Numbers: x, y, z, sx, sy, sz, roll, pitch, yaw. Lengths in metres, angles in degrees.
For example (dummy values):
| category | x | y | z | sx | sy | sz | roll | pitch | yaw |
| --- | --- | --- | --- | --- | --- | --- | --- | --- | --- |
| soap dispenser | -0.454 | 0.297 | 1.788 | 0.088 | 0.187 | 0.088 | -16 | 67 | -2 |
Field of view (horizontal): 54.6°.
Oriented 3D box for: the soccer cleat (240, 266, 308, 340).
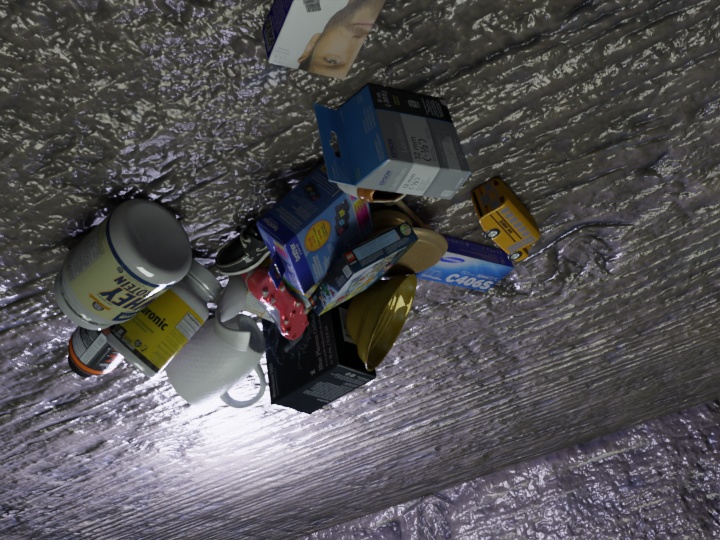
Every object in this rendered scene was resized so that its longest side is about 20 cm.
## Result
| category | x | y | z | sx | sy | sz | roll | pitch | yaw |
| --- | --- | --- | --- | --- | --- | --- | --- | --- | --- |
| soccer cleat | -0.153 | 0.056 | 1.266 | 0.067 | 0.076 | 0.201 | -49 | 146 | -15 |

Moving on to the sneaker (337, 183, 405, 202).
| category | x | y | z | sx | sy | sz | roll | pitch | yaw |
| --- | --- | --- | --- | --- | --- | --- | --- | --- | --- |
| sneaker | 0.060 | -0.139 | 1.058 | 0.198 | 0.084 | 0.074 | -24 | 138 | -39 |

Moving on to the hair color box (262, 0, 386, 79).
| category | x | y | z | sx | sy | sz | roll | pitch | yaw |
| --- | --- | --- | --- | --- | --- | --- | --- | --- | --- |
| hair color box | -0.031 | -0.327 | 0.813 | 0.108 | 0.066 | 0.200 | 5 | 146 | -27 |

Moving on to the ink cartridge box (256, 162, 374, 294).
| category | x | y | z | sx | sy | sz | roll | pitch | yaw |
| --- | --- | --- | --- | --- | --- | --- | --- | --- | --- |
| ink cartridge box | -0.078 | -0.060 | 1.102 | 0.200 | 0.076 | 0.137 | -42 | 148 | -17 |

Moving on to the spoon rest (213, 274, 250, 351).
| category | x | y | z | sx | sy | sz | roll | pitch | yaw |
| --- | --- | --- | --- | --- | --- | --- | --- | --- | --- |
| spoon rest | -0.229 | 0.064 | 1.230 | 0.060 | 0.201 | 0.101 | 6 | 118 | -17 |

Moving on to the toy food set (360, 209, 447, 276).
| category | x | y | z | sx | sy | sz | roll | pitch | yaw |
| --- | --- | --- | --- | --- | --- | --- | --- | --- | --- |
| toy food set | 0.061 | -0.042 | 1.277 | 0.197 | 0.049 | 0.197 | 9 | 154 | -29 |

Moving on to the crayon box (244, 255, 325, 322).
| category | x | y | z | sx | sy | sz | roll | pitch | yaw |
| --- | --- | --- | --- | --- | --- | --- | --- | --- | --- |
| crayon box | -0.136 | 0.022 | 1.299 | 0.124 | 0.052 | 0.200 | 23 | 137 | -18 |

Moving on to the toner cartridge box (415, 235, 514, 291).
| category | x | y | z | sx | sy | sz | roll | pitch | yaw |
| --- | --- | --- | --- | --- | --- | --- | --- | --- | --- |
| toner cartridge box | 0.207 | -0.012 | 1.409 | 0.197 | 0.044 | 0.095 | 11 | 140 | -33 |

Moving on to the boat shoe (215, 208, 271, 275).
| category | x | y | z | sx | sy | sz | roll | pitch | yaw |
| --- | --- | --- | --- | --- | --- | --- | --- | --- | --- |
| boat shoe | -0.166 | -0.058 | 1.173 | 0.197 | 0.075 | 0.060 | -24 | 147 | 11 |

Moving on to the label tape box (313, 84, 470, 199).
| category | x | y | z | sx | sy | sz | roll | pitch | yaw |
| --- | --- | --- | --- | --- | --- | --- | --- | --- | --- |
| label tape box | 0.043 | -0.185 | 0.983 | 0.197 | 0.145 | 0.066 | 6 | 145 | -27 |

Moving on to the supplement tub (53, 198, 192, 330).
| category | x | y | z | sx | sy | sz | roll | pitch | yaw |
| --- | --- | --- | --- | --- | --- | --- | --- | --- | --- |
| supplement tub | -0.380 | -0.005 | 1.109 | 0.199 | 0.147 | 0.144 | -33 | 143 | 29 |

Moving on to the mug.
| category | x | y | z | sx | sy | sz | roll | pitch | yaw |
| --- | --- | --- | --- | --- | --- | --- | --- | --- | --- |
| mug | -0.272 | 0.191 | 1.419 | 0.174 | 0.202 | 0.148 | -31 | -171 | 17 |

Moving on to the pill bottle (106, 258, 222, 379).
| category | x | y | z | sx | sy | sz | roll | pitch | yaw |
| --- | --- | --- | --- | --- | --- | --- | --- | --- | --- |
| pill bottle | -0.334 | 0.078 | 1.214 | 0.201 | 0.111 | 0.112 | -51 | 152 | -16 |

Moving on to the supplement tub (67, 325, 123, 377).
| category | x | y | z | sx | sy | sz | roll | pitch | yaw |
| --- | --- | --- | --- | --- | --- | --- | --- | --- | --- |
| supplement tub | -0.482 | 0.128 | 1.318 | 0.106 | 0.108 | 0.200 | 15 | 139 | -37 |

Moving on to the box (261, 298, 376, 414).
| category | x | y | z | sx | sy | sz | roll | pitch | yaw |
| --- | --- | --- | --- | --- | --- | --- | --- | --- | --- |
| box | -0.089 | 0.156 | 1.417 | 0.199 | 0.199 | 0.117 | -34 | 142 | 31 |

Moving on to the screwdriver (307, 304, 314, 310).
| category | x | y | z | sx | sy | sz | roll | pitch | yaw |
| --- | --- | --- | --- | --- | --- | --- | --- | --- | --- |
| screwdriver | -0.043 | 0.036 | 1.300 | 0.028 | 0.200 | 0.030 | 14 | 123 | 27 |

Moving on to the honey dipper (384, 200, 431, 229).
| category | x | y | z | sx | sy | sz | roll | pitch | yaw |
| --- | --- | --- | --- | --- | --- | --- | --- | --- | --- |
| honey dipper | 0.077 | -0.107 | 1.226 | 0.038 | 0.039 | 0.200 | -24 | 150 | 18 |

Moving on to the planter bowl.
| category | x | y | z | sx | sy | sz | roll | pitch | yaw |
| --- | --- | --- | --- | --- | --- | --- | --- | --- | --- |
| planter bowl | 0.027 | 0.082 | 1.333 | 0.083 | 0.202 | 0.202 | 26 | 153 | 18 |

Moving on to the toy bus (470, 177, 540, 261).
| category | x | y | z | sx | sy | sz | roll | pitch | yaw |
| --- | --- | --- | --- | --- | --- | --- | --- | --- | --- |
| toy bus | 0.272 | -0.089 | 1.293 | 0.078 | 0.066 | 0.199 | -30 | 144 | 22 |

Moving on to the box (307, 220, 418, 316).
| category | x | y | z | sx | sy | sz | roll | pitch | yaw |
| --- | --- | --- | --- | --- | --- | --- | --- | --- | --- |
| box | 0.000 | 0.000 | 1.172 | 0.135 | 0.038 | 0.200 | -29 | 170 | -29 |
